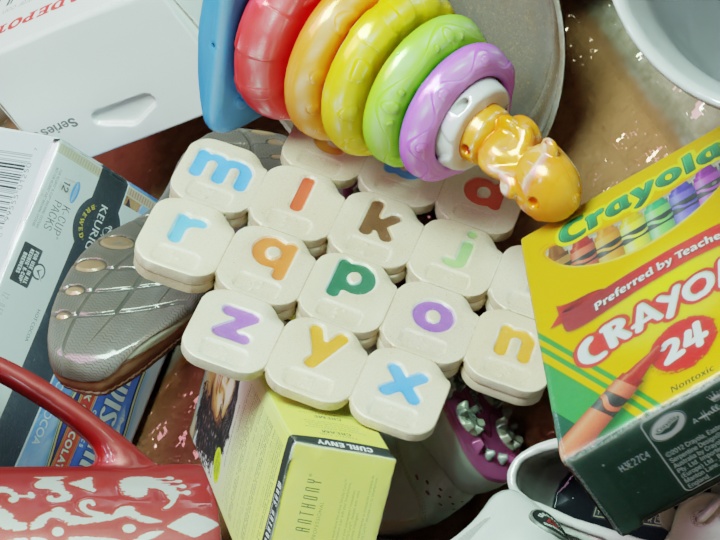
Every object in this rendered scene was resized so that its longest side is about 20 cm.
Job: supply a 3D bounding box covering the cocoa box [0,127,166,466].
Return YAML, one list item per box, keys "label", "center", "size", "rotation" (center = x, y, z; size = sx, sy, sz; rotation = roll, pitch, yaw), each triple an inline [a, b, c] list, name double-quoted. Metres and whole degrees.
- label: "cocoa box"
  center: [-0.195, 0.038, 1.350]
  size: [0.133, 0.131, 0.201]
  rotation: [10, 73, 44]

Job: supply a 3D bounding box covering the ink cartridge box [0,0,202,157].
- label: "ink cartridge box"
  center: [-0.111, -0.168, 1.386]
  size: [0.145, 0.084, 0.201]
  rotation: [-18, 36, 33]

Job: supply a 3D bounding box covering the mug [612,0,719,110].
- label: "mug"
  center: [0.172, -0.148, 1.061]
  size: [0.200, 0.175, 0.148]
  rotation: [39, 102, 14]

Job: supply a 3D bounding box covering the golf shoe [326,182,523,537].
- label: "golf shoe"
  center: [0.007, 0.040, 1.212]
  size: [0.091, 0.075, 0.201]
  rotation: [-41, 44, 22]

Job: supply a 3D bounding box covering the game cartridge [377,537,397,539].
- label: "game cartridge"
  center: [0.033, 0.191, 1.128]
  size: [0.199, 0.041, 0.134]
  rotation: [2, 65, 43]

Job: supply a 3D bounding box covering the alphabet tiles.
- label: "alphabet tiles"
  center: [0.000, 0.000, 1.162]
  size: [0.196, 0.199, 0.015]
  rotation: [-66, -7, -49]

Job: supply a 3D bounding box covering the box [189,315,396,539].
- label: "box"
  center: [-0.035, 0.080, 1.152]
  size: [0.200, 0.050, 0.076]
  rotation: [-129, 51, -69]

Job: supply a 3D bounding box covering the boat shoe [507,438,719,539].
- label: "boat shoe"
  center: [0.150, 0.095, 1.054]
  size: [0.199, 0.066, 0.072]
  rotation: [4, 69, 43]

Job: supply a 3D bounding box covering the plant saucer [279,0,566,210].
- label: "plant saucer"
  center: [0.023, -0.129, 1.248]
  size: [0.199, 0.032, 0.202]
  rotation: [18, 122, 31]

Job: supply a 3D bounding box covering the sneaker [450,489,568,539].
- label: "sneaker"
  center: [0.020, 0.177, 1.083]
  size: [0.200, 0.074, 0.089]
  rotation: [-44, 27, 16]

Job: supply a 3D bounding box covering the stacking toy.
- label: "stacking toy"
  center: [0.028, -0.084, 1.155]
  size: [0.200, 0.117, 0.109]
  rotation: [36, 48, 28]

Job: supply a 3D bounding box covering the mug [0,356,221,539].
- label: "mug"
  center: [-0.167, 0.133, 1.192]
  size: [0.134, 0.198, 0.179]
  rotation: [-115, 25, -68]

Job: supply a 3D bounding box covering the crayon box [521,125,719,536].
- label: "crayon box"
  center: [0.138, 0.009, 1.072]
  size: [0.126, 0.051, 0.200]
  rotation: [-31, 29, 15]

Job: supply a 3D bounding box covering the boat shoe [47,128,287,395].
- label: "boat shoe"
  center: [-0.087, 0.006, 1.269]
  size: [0.075, 0.072, 0.200]
  rotation: [17, 42, 25]
